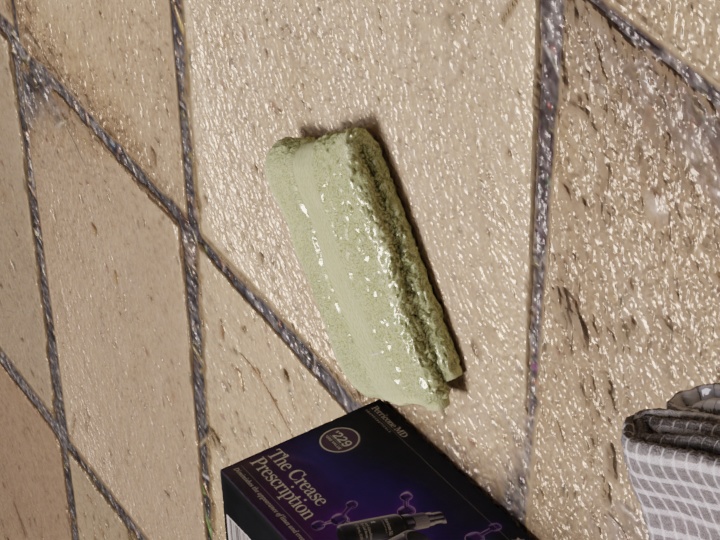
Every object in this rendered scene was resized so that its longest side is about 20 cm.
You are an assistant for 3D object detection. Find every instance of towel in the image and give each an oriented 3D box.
[{"bbox_3d":[0.000,0.000,1.631,0.148,0.036,0.201,-3,108,64],"label":"towel"},{"bbox_3d":[0.225,0.150,1.231,0.200,0.085,0.167,3,114,64],"label":"towel"}]

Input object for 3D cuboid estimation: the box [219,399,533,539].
[{"bbox_3d":[0.011,0.190,1.643,0.200,0.140,0.079,40,141,46],"label":"box"}]
